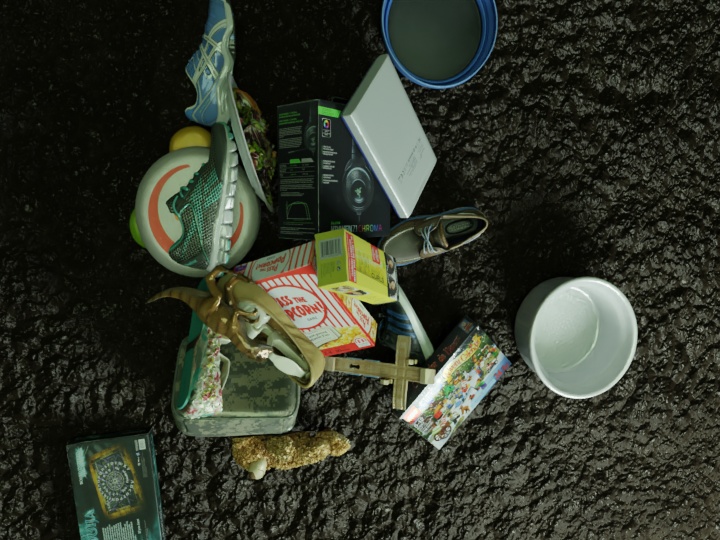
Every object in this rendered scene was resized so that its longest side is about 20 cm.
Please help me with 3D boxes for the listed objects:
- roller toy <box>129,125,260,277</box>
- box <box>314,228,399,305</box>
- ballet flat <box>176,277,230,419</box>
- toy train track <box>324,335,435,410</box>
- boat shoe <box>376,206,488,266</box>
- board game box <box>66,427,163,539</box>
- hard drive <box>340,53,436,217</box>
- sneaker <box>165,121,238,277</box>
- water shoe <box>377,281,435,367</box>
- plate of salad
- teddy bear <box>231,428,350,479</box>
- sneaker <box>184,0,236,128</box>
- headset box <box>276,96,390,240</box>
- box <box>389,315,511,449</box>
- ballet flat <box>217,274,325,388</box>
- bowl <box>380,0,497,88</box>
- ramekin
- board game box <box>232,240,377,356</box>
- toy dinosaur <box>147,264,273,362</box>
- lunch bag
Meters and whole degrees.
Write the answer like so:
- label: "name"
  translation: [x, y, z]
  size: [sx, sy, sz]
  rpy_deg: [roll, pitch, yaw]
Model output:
- label: "roller toy"
  translation: [-0.238, -0.090, 0.833]
  size: [0.180, 0.140, 0.203]
  rpy_deg: [34, 90, -11]
- label: "box"
  translation: [0.000, 0.000, 0.803]
  size: [0.049, 0.199, 0.078]
  rpy_deg: [-10, 75, 23]
- label: "ballet flat"
  translation: [-0.213, 0.111, 0.779]
  size: [0.063, 0.075, 0.206]
  rpy_deg: [22, 56, -33]
- label: "toy train track"
  translation: [0.025, 0.163, 0.903]
  size: [0.194, 0.032, 0.119]
  rpy_deg: [3, 85, 24]
- label: "boat shoe"
  translation: [0.121, -0.061, 0.922]
  size: [0.195, 0.072, 0.074]
  rpy_deg: [-22, 99, -5]
- label: "board game box"
  translation: [-0.404, 0.372, 0.916]
  size: [0.130, 0.028, 0.207]
  rpy_deg: [-5, 97, -7]
- label: "hard drive"
  translation: [0.051, -0.201, 0.846]
  size: [0.201, 0.025, 0.134]
  rpy_deg: [54, 53, -40]
- label: "sneaker"
  translation: [-0.211, -0.097, 0.731]
  size: [0.088, 0.077, 0.207]
  rpy_deg: [6, 92, -16]
- label: "water shoe"
  translation: [0.059, 0.091, 0.931]
  size: [0.078, 0.072, 0.204]
  rpy_deg: [-30, 99, -2]
- label: "plate of salad"
  translation: [-0.151, -0.188, 0.803]
  size: [0.047, 0.200, 0.206]
  rpy_deg: [-16, 98, -3]
- label: "teddy bear"
  translation: [-0.110, 0.298, 0.898]
  size: [0.194, 0.144, 0.069]
  rpy_deg: [2, 74, -26]
- label: "sneaker"
  translation: [-0.228, -0.321, 0.841]
  size: [0.074, 0.076, 0.207]
  rpy_deg: [2, 95, -13]
- label: "headset box"
  translation: [-0.036, -0.153, 0.836]
  size: [0.172, 0.091, 0.208]
  rpy_deg: [-6, 99, -50]
- label: "box"
  translation: [0.157, 0.195, 0.946]
  size: [0.201, 0.038, 0.136]
  rpy_deg: [-49, 127, -1]
- label: "ballet flat"
  translation: [-0.127, 0.086, 0.769]
  size: [0.199, 0.063, 0.069]
  rpy_deg: [42, 117, -10]
- label: "bowl"
  translation: [0.126, -0.404, 0.902]
  size: [0.193, 0.039, 0.208]
  rpy_deg: [-1, 97, -8]
- label: "ramekin"
  translation: [0.367, 0.108, 0.965]
  size: [0.193, 0.098, 0.208]
  rpy_deg: [-1, 96, -9]
- label: "board game box"
  translation: [-0.083, 0.055, 0.839]
  size: [0.148, 0.047, 0.201]
  rpy_deg: [-15, 133, 26]
- label: "toy dinosaur"
  translation: [-0.196, 0.044, 0.722]
  size: [0.197, 0.060, 0.108]
  rpy_deg: [31, 91, 13]
- label: "lunch bag"
  translation: [-0.193, 0.193, 0.863]
  size: [0.193, 0.169, 0.143]
  rpy_deg: [1, 57, -10]
